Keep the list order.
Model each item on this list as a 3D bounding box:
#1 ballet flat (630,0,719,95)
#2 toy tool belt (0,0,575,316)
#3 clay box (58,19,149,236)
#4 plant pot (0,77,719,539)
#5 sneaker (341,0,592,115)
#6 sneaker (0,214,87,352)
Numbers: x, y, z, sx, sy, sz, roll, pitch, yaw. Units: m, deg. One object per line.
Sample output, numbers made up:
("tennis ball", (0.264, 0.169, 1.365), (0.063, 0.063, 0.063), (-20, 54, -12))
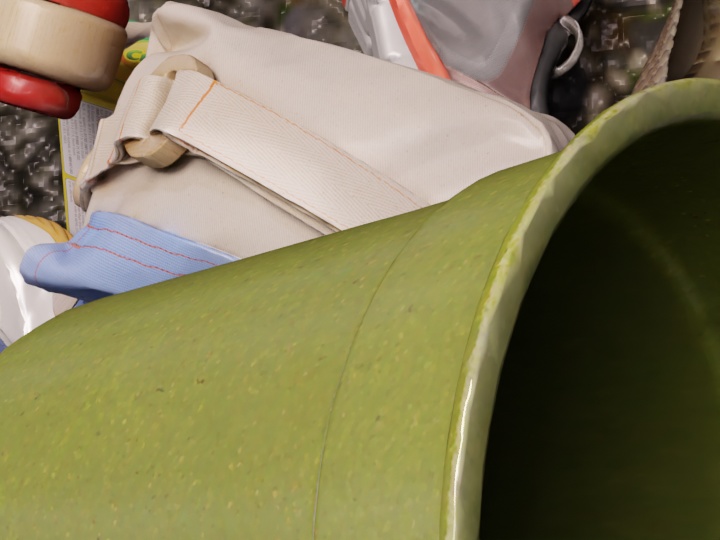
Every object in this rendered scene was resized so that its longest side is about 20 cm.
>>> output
("ballet flat", (0.126, -0.081, 0.833), (0.067, 0.046, 0.200), (27, 71, 5))
("toy tool belt", (-0.039, -0.007, 0.717), (0.200, 0.125, 0.123), (18, 91, 20))
("clay box", (0.000, 0.000, 0.819), (0.200, 0.115, 0.048), (18, 43, 18))
("plant pot", (0.006, 0.063, 0.583), (0.190, 0.200, 0.200), (-3, 70, 38))
("sneaker", (0.037, -0.102, 0.876), (0.082, 0.077, 0.200), (-11, 76, -6))
("sneaker", (-0.124, 0.085, 0.821), (0.088, 0.075, 0.200), (-8, 79, -24))
